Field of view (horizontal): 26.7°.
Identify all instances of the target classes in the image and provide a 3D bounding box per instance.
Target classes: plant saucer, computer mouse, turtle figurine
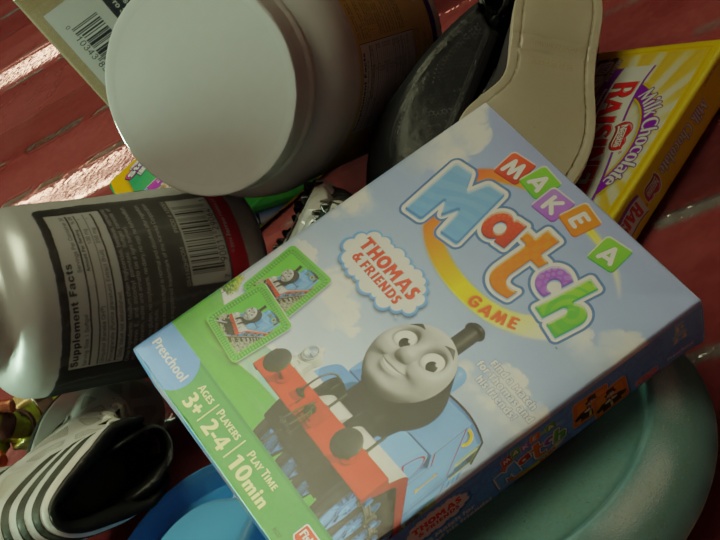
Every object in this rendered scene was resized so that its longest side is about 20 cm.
[{"bbox_3d":[0.054,0.079,0.662,0.199,0.028,0.201,-17,38,13],"label":"plant saucer"},{"bbox_3d":[0.046,-0.099,0.903,0.052,0.139,0.201,19,70,10],"label":"computer mouse"},{"bbox_3d":[-0.197,0.082,0.982,0.161,0.065,0.200,-35,-2,-1],"label":"turtle figurine"}]

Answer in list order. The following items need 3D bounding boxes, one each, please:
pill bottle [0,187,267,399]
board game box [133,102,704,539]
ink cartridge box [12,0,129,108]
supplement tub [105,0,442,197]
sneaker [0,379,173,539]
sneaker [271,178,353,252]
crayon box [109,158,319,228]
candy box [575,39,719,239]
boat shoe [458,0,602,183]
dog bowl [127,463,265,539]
[{"bbox_3d":[-0.161,0.013,0.879,0.199,0.112,0.110,-9,15,-30],"label":"pill bottle"},{"bbox_3d":[0.023,0.032,0.654,0.199,0.037,0.151,-35,54,-11],"label":"board game box"},{"bbox_3d":[-0.140,-0.195,1.160,0.164,0.200,0.075,-33,30,15],"label":"ink cartridge box"},{"bbox_3d":[-0.048,-0.125,0.910,0.145,0.146,0.200,-23,4,29],"label":"supplement tub"},{"bbox_3d":[-0.135,0.108,0.850,0.115,0.076,0.200,-18,13,26],"label":"sneaker"},{"bbox_3d":[0.000,0.000,0.818,0.067,0.090,0.200,-61,9,3],"label":"sneaker"},{"bbox_3d":[-0.082,-0.088,1.091,0.200,0.058,0.119,-41,29,1],"label":"crayon box"},{"bbox_3d":[0.122,-0.046,0.828,0.102,0.026,0.201,5,53,51],"label":"candy box"},{"bbox_3d":[0.094,-0.079,0.845,0.072,0.063,0.201,15,54,6],"label":"boat shoe"},{"bbox_3d":[-0.040,0.147,0.739,0.199,0.050,0.112,-12,40,40],"label":"dog bowl"}]
